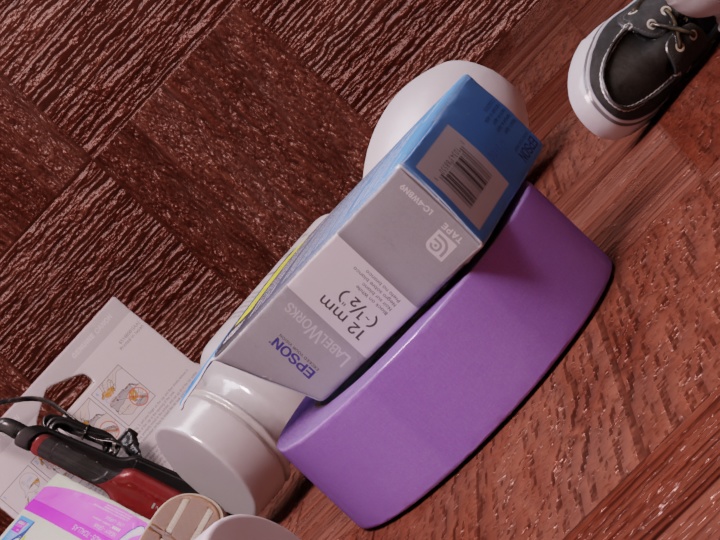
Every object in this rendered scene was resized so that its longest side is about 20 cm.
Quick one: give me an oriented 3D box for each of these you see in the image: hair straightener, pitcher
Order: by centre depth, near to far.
[{"bbox_3d":[-0.191,0.144,1.503,0.077,0.200,0.041,-82,15,-72],"label":"hair straightener"},{"bbox_3d":[0.048,-0.053,1.594,0.200,0.121,0.172,-62,3,-23],"label":"pitcher"}]

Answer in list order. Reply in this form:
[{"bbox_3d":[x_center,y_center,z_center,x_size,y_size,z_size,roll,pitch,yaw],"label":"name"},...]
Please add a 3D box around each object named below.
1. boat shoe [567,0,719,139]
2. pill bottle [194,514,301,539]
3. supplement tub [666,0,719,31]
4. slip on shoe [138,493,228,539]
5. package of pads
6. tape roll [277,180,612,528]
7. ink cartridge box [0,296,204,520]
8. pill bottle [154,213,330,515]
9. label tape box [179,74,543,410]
[{"bbox_3d":[0.204,-0.162,1.357,0.200,0.069,0.057,-49,5,-40],"label":"boat shoe"},{"bbox_3d":[-0.094,0.192,0.853,0.200,0.111,0.111,-44,6,28],"label":"pill bottle"},{"bbox_3d":[0.207,-0.248,1.238,0.145,0.200,0.145,-46,6,6],"label":"supplement tub"},{"bbox_3d":[-0.142,0.232,1.254,0.200,0.076,0.061,-58,-31,-23],"label":"slip on shoe"},{"bbox_3d":[-0.204,0.230,1.379,0.155,0.068,0.200,-50,27,-17],"label":"package of pads"},{"bbox_3d":[0.044,0.045,1.098,0.200,0.066,0.200,-47,5,5],"label":"tape roll"},{"bbox_3d":[-0.184,0.146,1.553,0.200,0.176,0.045,-50,-4,-32],"label":"ink cartridge box"},{"bbox_3d":[-0.044,0.066,1.376,0.200,0.114,0.114,-49,6,-25],"label":"pill bottle"},{"bbox_3d":[0.000,0.000,1.098,0.200,0.066,0.143,-47,4,29],"label":"label tape box"}]
